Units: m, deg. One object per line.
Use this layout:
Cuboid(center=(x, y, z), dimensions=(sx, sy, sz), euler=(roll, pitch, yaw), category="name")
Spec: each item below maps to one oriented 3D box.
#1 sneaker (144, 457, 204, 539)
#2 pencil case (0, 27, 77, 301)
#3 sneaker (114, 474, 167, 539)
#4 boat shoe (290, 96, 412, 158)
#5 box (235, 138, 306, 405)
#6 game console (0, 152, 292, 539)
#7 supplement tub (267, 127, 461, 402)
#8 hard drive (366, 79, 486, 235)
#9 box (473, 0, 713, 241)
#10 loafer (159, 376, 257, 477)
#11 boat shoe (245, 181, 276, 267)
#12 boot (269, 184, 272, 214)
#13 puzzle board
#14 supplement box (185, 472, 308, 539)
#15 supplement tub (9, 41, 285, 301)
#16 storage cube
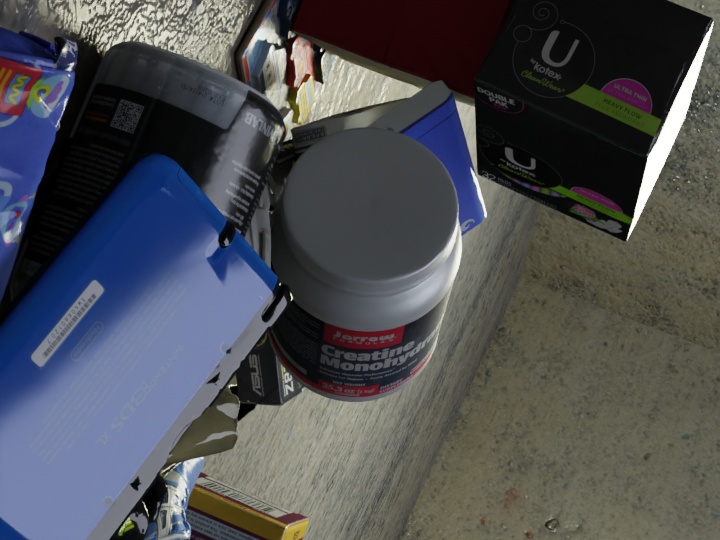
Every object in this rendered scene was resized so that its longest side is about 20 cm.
Cuboid(center=(-0.174, 0.217, 1.199), dimensions=(0.200, 0.076, 0.076), euler=(-56, 161, -53), category="sneaker")
Cuboid(center=(-0.194, -0.026, 0.676), dimensions=(0.086, 0.078, 0.202), euler=(-1, 114, -52), category="pencil case")
Cuboid(center=(-0.194, 0.167, 0.991), dimensions=(0.200, 0.087, 0.074), euler=(-23, 133, -74), category="sneaker")
Cuboid(center=(0.013, -0.107, 1.222), dimensions=(0.200, 0.071, 0.068), euler=(-25, 105, -57), category="boat shoe")
Cuboid(center=(-0.056, -0.005, 1.217), dimensions=(0.161, 0.049, 0.202), euler=(-33, 121, -60), category="box")
Cuboid(center=(-0.139, 0.063, 0.751), dimensions=(0.171, 0.118, 0.201), euler=(50, 65, -30), category="game console")
Cuboid(center=(0.000, 0.000, 1.060), dimensions=(0.200, 0.139, 0.141), euler=(99, 16, -62), category="supplement tub")
Cuboid(center=(0.034, -0.062, 1.185), dimensions=(0.131, 0.025, 0.200), euler=(-34, 152, -4), category="hard drive")
Cuboid(center=(0.180, -0.134, 1.140), dimensions=(0.125, 0.148, 0.200), euler=(-62, 168, -13), category="box")
Cuboid(center=(-0.137, 0.123, 1.226), dimensions=(0.200, 0.069, 0.076), euler=(-49, 157, -61), category="loafer")
Cuboid(center=(-0.089, -0.045, 0.984), dimensions=(0.072, 0.065, 0.201), euler=(-46, -145, 32), category="boat shoe")
Cuboid(center=(-0.141, 0.007, 1.047), dimensions=(0.200, 0.065, 0.166), euler=(-34, 141, -64), category="boot")
Cuboid(center=(-0.057, -0.182, 1.209), dimensions=(0.200, 0.017, 0.152), euler=(85, 28, -64), category="puzzle board")
Cuboid(center=(-0.147, 0.307, 1.344), dimensions=(0.103, 0.130, 0.202), euler=(26, 85, -79), category="supplement box")
Cuboid(center=(-0.133, -0.024, 0.858), dimensions=(0.123, 0.122, 0.202), euler=(49, 62, -77), category="supplement tub")
Cuboid(center=(0.067, -0.247, 1.203), dimensions=(0.200, 0.170, 0.181), euler=(0, 111, -77), category="storage cube")
